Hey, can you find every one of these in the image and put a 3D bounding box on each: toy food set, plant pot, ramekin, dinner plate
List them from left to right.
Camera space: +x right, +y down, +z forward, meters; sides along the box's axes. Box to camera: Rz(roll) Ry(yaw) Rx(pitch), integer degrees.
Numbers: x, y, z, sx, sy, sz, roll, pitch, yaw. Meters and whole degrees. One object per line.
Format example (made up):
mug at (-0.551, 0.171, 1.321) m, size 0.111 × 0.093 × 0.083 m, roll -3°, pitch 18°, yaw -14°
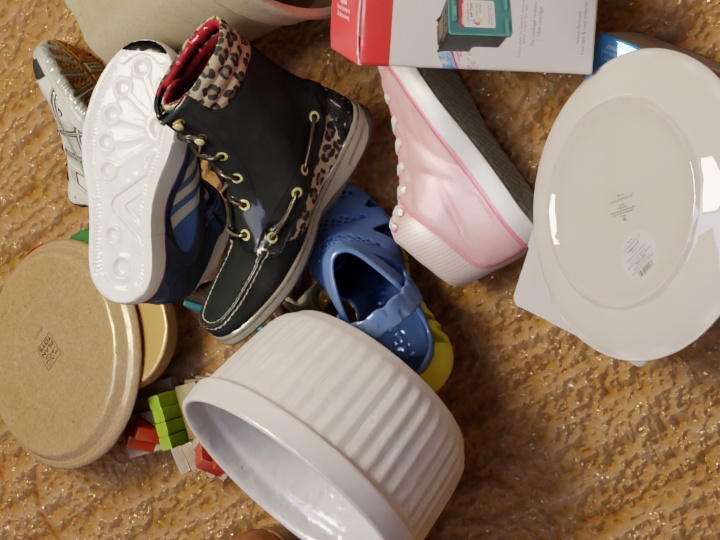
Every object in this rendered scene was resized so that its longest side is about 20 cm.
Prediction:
toy food set at (-0.245, 0.066, 1.482) m, size 0.198 × 0.049 × 0.201 m, roll 38°, pitch 113°, yaw 35°
plant pot at (-0.121, -0.238, 1.307) m, size 0.183 × 0.200 × 0.201 m, roll -29°, pitch 82°, yaw 43°
ramekin at (-0.018, 0.120, 1.252) m, size 0.200 × 0.200 × 0.105 m, roll 32°, pitch 69°, yaw 24°
dinner plate at (0.172, -0.042, 1.121) m, size 0.200 × 0.024 × 0.201 m, roll -2°, pitch 87°, yaw 53°

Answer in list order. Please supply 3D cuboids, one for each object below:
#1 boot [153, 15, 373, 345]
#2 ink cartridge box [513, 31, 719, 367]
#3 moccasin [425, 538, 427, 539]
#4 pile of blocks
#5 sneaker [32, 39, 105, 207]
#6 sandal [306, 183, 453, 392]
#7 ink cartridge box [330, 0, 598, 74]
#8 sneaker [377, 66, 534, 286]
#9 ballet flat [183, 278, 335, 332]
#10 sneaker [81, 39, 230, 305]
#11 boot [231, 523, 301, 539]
boot at (-0.096, -0.064, 1.254) m, size 0.073 × 0.154 × 0.204 m, roll 23°, pitch 82°, yaw 55°
ink cartridge box at (0.192, -0.049, 1.197) m, size 0.115 × 0.068 × 0.201 m, roll 27°, pitch 111°, yaw 28°
moccasin at (0.020, 0.239, 1.347) m, size 0.074 × 0.078 × 0.202 m, roll 7°, pitch 83°, yaw 47°
pile of blocks at (-0.122, 0.132, 1.425) m, size 0.199 × 0.062 × 0.082 m, roll 11°, pitch 103°, yaw 30°
sneaker at (-0.222, -0.097, 1.444) m, size 0.088 × 0.076 × 0.200 m, roll -43°, pitch 74°, yaw 29°
sandal at (0.000, 0.000, 1.292) m, size 0.079 × 0.087 × 0.200 m, roll -36°, pitch 59°, yaw 4°
ink cartridge box at (0.048, -0.174, 1.182) m, size 0.199 × 0.116 × 0.068 m, roll 1°, pitch 102°, yaw -10°
sneaker at (0.045, -0.079, 1.279) m, size 0.105 × 0.075 × 0.201 m, roll -36°, pitch 82°, yaw 25°
ballet flat at (-0.045, 0.030, 1.366) m, size 0.199 × 0.068 × 0.073 m, roll 22°, pitch 88°, yaw 27°
sneaker at (-0.146, -0.074, 1.336) m, size 0.080 × 0.146 × 0.201 m, roll 8°, pitch 99°, yaw 18°
boot at (-0.078, 0.303, 1.368) m, size 0.076 × 0.155 × 0.201 m, roll 2°, pitch 98°, yaw 31°
